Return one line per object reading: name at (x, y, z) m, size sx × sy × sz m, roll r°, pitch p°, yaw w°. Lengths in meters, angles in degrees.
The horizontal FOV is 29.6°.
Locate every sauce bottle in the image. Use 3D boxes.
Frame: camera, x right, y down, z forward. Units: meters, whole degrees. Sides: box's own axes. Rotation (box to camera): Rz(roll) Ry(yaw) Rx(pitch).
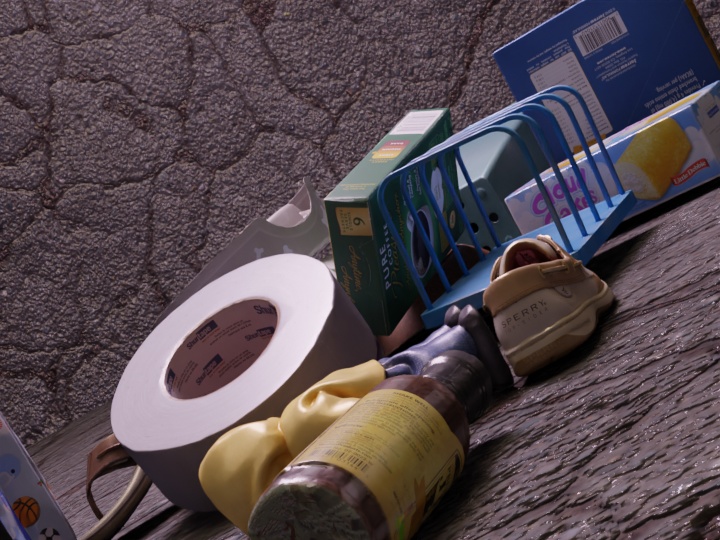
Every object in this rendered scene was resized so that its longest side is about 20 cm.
sauce bottle at (0.016, 0.089, 0.661) m, size 0.064 × 0.065 × 0.200 m, roll -27°, pitch 4°, yaw 30°

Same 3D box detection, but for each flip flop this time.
flip flop at (-0.188, 0.147, 1.113) m, size 0.202 × 0.057 × 0.081 m, roll -63°, pitch 5°, yaw -19°

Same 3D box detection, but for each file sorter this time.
file sorter at (0.119, -0.060, 1.095) m, size 0.137 × 0.124 × 0.200 m, roll -22°, pitch 6°, yaw 27°

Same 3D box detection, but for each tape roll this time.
tape roll at (-0.088, 0.080, 1.013) m, size 0.198 × 0.066 × 0.201 m, roll -27°, pitch 30°, yaw 17°

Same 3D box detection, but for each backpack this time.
backpack at (-0.312, 0.192, 1.001) m, size 0.153 × 0.202 × 0.190 m, roll -25°, pitch -7°, yaw -41°

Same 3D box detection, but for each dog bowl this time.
dog bowl at (-0.100, 0.003, 1.251) m, size 0.200 × 0.059 × 0.200 m, roll -44°, pitch 1°, yaw 1°

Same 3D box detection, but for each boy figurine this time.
boy figurine at (-0.005, 0.091, 0.834) m, size 0.198 × 0.065 × 0.124 m, roll -31°, pitch 4°, yaw -12°

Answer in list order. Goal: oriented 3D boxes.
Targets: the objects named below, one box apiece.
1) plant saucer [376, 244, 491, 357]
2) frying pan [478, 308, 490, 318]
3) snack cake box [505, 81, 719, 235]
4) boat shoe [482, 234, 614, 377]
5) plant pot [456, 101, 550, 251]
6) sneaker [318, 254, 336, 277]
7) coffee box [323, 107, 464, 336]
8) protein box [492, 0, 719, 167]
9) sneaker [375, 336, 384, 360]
plant saucer at (0.039, 0.037, 1.258) m, size 0.200 × 0.035 × 0.200 m, roll -40°, pitch 1°, yaw 1°
frying pan at (0.110, 0.027, 1.152) m, size 0.114 × 0.031 × 0.190 m, roll -30°, pitch 0°, yaw 20°
snack cake box at (0.246, -0.091, 1.253) m, size 0.199 × 0.068 × 0.115 m, roll -27°, pitch 5°, yaw 33°
boat shoe at (0.120, 0.011, 0.895) m, size 0.073 × 0.070 × 0.200 m, roll -30°, pitch 1°, yaw 13°
plant pot at (0.159, -0.084, 1.514) m, size 0.140 × 0.142 × 0.200 m, roll -27°, pitch 11°, yaw 35°
sneaker at (0.000, 0.000, 1.228) m, size 0.085 × 0.073 × 0.200 m, roll -42°, pitch 0°, yaw 10°
coffee box at (0.033, -0.046, 1.144) m, size 0.043 × 0.125 × 0.200 m, roll 3°, pitch 29°, yaw 23°
protein box at (0.275, -0.188, 1.411) m, size 0.197 × 0.202 × 0.135 m, roll -28°, pitch 3°, yaw 19°
sneaker at (-0.074, 0.104, 1.124) m, size 0.198 × 0.076 × 0.100 m, roll -30°, pitch 4°, yaw -8°
